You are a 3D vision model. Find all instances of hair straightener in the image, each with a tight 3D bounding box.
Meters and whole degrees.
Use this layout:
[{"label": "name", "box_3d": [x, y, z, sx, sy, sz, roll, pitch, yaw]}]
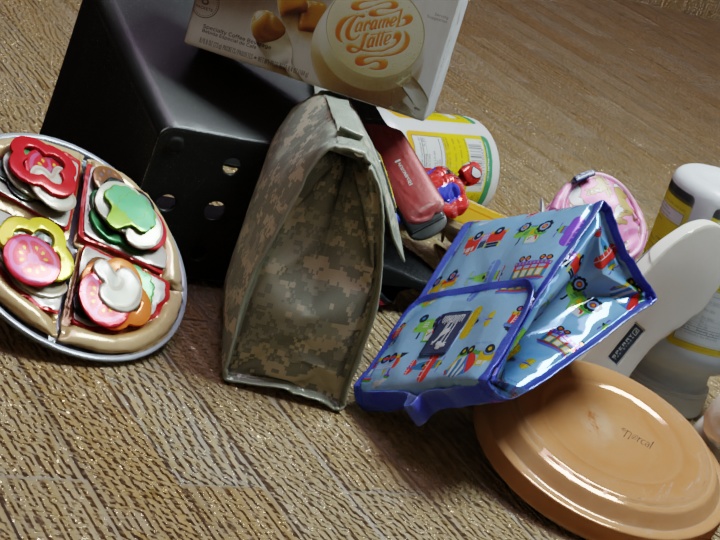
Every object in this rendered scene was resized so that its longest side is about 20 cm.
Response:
[{"label": "hair straightener", "box_3d": [0.009, -0.105, 1.410, 0.201, 0.041, 0.077, 55, -7, 23]}]

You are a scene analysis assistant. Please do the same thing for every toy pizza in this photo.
[{"label": "toy pizza", "box_3d": [-0.206, -0.024, 1.239, 0.199, 0.032, 0.201, 27, 40, -25]}]

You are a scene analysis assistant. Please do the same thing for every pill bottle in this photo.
[{"label": "pill bottle", "box_3d": [0.288, 0.019, 1.468, 0.111, 0.201, 0.112, 17, 18, -6]}, {"label": "pill bottle", "box_3d": [0.036, -0.105, 1.719, 0.199, 0.114, 0.113, 0, 26, -44]}]

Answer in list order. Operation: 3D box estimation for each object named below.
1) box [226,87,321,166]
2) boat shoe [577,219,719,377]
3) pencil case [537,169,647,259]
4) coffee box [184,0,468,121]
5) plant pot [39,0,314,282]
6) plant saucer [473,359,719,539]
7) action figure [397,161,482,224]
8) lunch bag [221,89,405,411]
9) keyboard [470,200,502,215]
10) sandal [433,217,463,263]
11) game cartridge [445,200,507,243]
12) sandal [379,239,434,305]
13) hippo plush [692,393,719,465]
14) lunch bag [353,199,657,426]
[{"label": "box", "box_3d": [-0.072, -0.187, 1.767, 0.199, 0.165, 0.086, 11, 20, -25]}, {"label": "boat shoe", "box_3d": [0.209, 0.027, 1.403, 0.075, 0.200, 0.093, 47, -4, -30]}, {"label": "pencil case", "box_3d": [0.145, -0.010, 1.396, 0.086, 0.200, 0.083, 42, 57, -7]}, {"label": "coffee box", "box_3d": [-0.023, -0.203, 1.340, 0.199, 0.115, 0.080, 19, 13, 5]}, {"label": "plant pot", "box_3d": [-0.144, -0.099, 1.427, 0.199, 0.201, 0.178, 9, 31, -27]}, {"label": "plant saucer", "box_3d": [0.180, 0.128, 1.260, 0.199, 0.032, 0.201, 18, 31, -11]}, {"label": "action figure", "box_3d": [0.039, -0.062, 1.462, 0.065, 0.052, 0.199, 38, 36, 26]}, {"label": "lunch bag", "box_3d": [-0.031, -0.026, 1.290, 0.117, 0.201, 0.164, 15, 18, -10]}, {"label": "keyboard", "box_3d": [0.150, -0.038, 1.642, 0.199, 0.011, 0.056, 25, -3, 5]}, {"label": "sandal", "box_3d": [0.123, 0.017, 1.524, 0.210, 0.070, 0.078, 26, -4, 3]}, {"label": "game cartridge", "box_3d": [0.153, -0.019, 1.601, 0.175, 0.033, 0.200, 24, -5, 16]}, {"label": "sandal", "box_3d": [0.000, 0.000, 1.479, 0.199, 0.045, 0.075, 11, 27, -48]}, {"label": "hippo plush", "box_3d": [0.358, 0.140, 1.352, 0.161, 0.159, 0.200, 43, -20, 14]}, {"label": "lunch bag", "box_3d": [0.094, 0.048, 1.256, 0.150, 0.094, 0.200, -8, 29, 50]}]
